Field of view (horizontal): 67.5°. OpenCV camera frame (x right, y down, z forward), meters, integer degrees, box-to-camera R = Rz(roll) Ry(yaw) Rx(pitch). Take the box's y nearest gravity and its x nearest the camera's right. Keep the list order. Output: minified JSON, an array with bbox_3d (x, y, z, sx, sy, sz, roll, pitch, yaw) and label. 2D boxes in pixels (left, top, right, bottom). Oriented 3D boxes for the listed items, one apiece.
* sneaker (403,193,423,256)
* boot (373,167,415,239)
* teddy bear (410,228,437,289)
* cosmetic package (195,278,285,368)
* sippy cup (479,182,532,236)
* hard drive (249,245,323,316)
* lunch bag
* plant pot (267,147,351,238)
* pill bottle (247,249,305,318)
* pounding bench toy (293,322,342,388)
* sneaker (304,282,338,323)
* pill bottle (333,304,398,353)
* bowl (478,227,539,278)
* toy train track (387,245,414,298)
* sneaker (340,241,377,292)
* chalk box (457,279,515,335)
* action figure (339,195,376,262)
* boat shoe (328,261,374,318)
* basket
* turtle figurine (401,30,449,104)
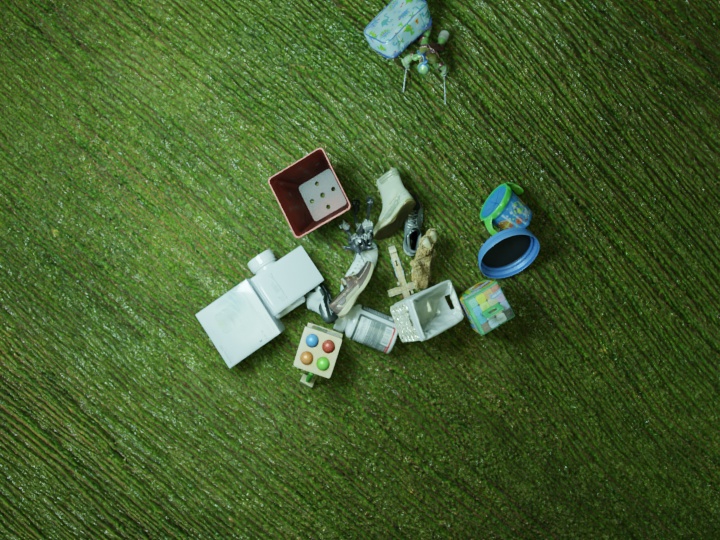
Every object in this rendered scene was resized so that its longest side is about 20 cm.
[{"bbox_3d":[0.172,-0.150,1.726,0.073,0.115,0.205,-4,91,-1],"label":"sneaker"},{"bbox_3d":[0.085,-0.213,1.739,0.071,0.200,0.157,3,52,-39],"label":"boot"},{"bbox_3d":[0.199,-0.039,1.715,0.066,0.202,0.146,17,54,17],"label":"teddy bear"},{"bbox_3d":[-0.380,0.165,1.719,0.198,0.123,0.201,-34,91,1],"label":"cosmetic package"},{"bbox_3d":[0.474,-0.186,1.729,0.129,0.140,0.180,31,102,-12],"label":"sippy cup"},{"bbox_3d":[-0.225,0.030,1.667,0.199,0.025,0.133,-36,92,-29],"label":"hard drive"},{"bbox_3d":[0.117,-0.779,1.710,0.200,0.083,0.161,-45,52,-2],"label":"lunch bag"},{"bbox_3d":[-0.138,-0.236,1.681,0.197,0.176,0.203,-27,90,12],"label":"plant pot"},{"bbox_3d":[-0.272,0.041,1.722,0.113,0.114,0.202,-33,91,0],"label":"pill bottle"},{"bbox_3d":[-0.143,0.287,1.705,0.122,0.156,0.204,18,91,-1],"label":"pounding bench toy"},{"bbox_3d":[-0.124,0.114,1.702,0.080,0.201,0.073,-45,121,10],"label":"sneaker"},{"bbox_3d":[0.020,0.178,1.727,0.196,0.114,0.116,22,90,-1],"label":"pill bottle"},{"bbox_3d":[0.465,-0.056,1.706,0.196,0.202,0.040,-16,50,-1],"label":"bowl"},{"bbox_3d":[0.132,0.018,1.768,0.112,0.033,0.204,-18,90,-1],"label":"toy train track"},{"bbox_3d":[0.000,0.000,1.742,0.075,0.081,0.203,26,89,1],"label":"sneaker"},{"bbox_3d":[0.391,0.114,1.688,0.123,0.200,0.126,-29,91,-1],"label":"chalk box"},{"bbox_3d":[-0.006,-0.134,1.708,0.116,0.102,0.205,-1,71,17],"label":"action figure"},{"bbox_3d":[-0.029,0.045,1.653,0.071,0.072,0.202,36,76,-10],"label":"boat shoe"},{"bbox_3d":[0.204,0.130,1.684,0.198,0.122,0.138,-21,91,-39],"label":"basket"},{"bbox_3d":[0.212,-0.679,1.744,0.141,0.201,0.197,7,65,27],"label":"turtle figurine"}]
